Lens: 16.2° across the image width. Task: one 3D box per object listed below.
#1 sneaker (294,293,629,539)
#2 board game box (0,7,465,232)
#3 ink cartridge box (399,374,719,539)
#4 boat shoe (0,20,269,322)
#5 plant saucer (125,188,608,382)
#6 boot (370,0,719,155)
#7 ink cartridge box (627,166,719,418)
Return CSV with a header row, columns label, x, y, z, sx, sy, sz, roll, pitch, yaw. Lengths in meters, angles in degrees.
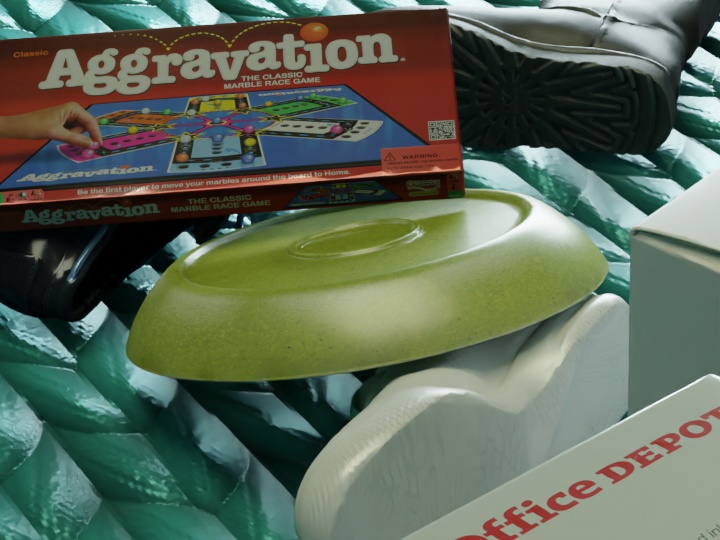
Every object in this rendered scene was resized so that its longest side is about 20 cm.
label,x,y,z,sx,sy,sz,roll,pitch,yaw
sneaker,0.023,0.062,0.959,0.088,0.076,0.200,8,23,34
board game box,-0.058,-0.066,1.086,0.199,0.019,0.103,-4,47,1
ink cartridge box,0.119,0.150,0.716,0.145,0.145,0.200,-24,37,-31
boat shoe,-0.081,-0.035,1.126,0.069,0.084,0.200,29,58,30
plant saucer,0.000,0.000,1.028,0.199,0.031,0.200,-9,13,2
boot,0.096,-0.134,1.273,0.164,0.066,0.200,14,36,9
ink cartridge box,0.185,0.017,0.936,0.084,0.147,0.200,21,37,36
